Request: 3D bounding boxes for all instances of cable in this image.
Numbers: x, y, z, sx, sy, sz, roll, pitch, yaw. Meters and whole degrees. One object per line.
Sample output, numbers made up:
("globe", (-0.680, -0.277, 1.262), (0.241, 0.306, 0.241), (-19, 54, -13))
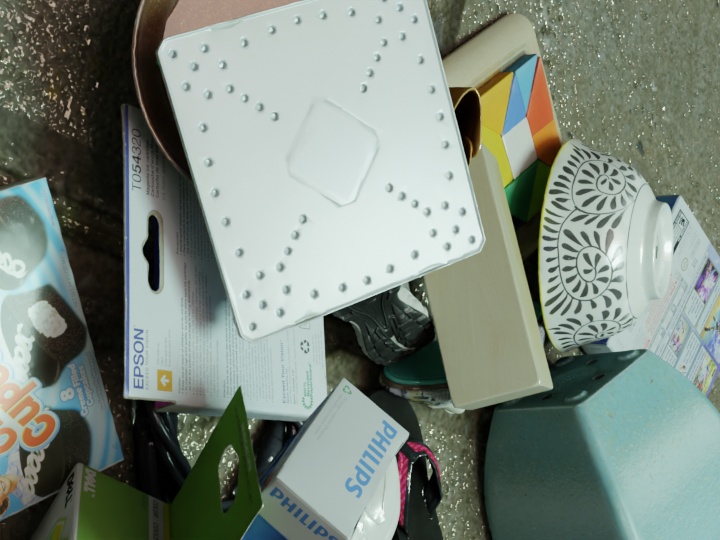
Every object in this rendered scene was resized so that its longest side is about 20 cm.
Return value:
("cable", (-0.098, 0.105, 0.871), (0.161, 0.050, 0.204), (-6, 94, -41))

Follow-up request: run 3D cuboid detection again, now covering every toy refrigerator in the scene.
("toy refrigerator", (0.096, 0.007, 0.958), (0.070, 0.075, 0.203), (25, 51, -69))

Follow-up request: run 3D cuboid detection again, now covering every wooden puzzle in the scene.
("wooden puzzle", (0.136, -0.115, 1.072), (0.185, 0.037, 0.202), (-39, 115, -38))

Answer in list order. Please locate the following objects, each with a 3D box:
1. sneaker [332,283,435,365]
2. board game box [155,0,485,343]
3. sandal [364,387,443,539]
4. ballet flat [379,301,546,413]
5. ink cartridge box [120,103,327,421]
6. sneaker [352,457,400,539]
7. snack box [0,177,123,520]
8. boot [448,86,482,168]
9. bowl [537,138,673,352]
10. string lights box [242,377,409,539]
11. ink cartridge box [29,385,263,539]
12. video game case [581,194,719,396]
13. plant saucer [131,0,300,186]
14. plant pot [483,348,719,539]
("sneaker", (0.000, 0.000, 0.906), (0.073, 0.080, 0.201), (-28, 146, -2))
("board game box", (-0.023, -0.079, 0.787), (0.197, 0.026, 0.203), (-21, 102, -24))
("sandal", (0.046, 0.192, 1.002), (0.075, 0.045, 0.203), (-28, 109, -37))
("ballet flat", (0.097, 0.090, 1.034), (0.199, 0.071, 0.073), (-22, 105, -38))
("ink cartridge box", (-0.103, 0.002, 0.825), (0.198, 0.043, 0.200), (14, 68, -48))
("sneaker", (-0.030, 0.209, 0.899), (0.201, 0.074, 0.100), (-58, 153, -25))
("snack box", (-0.235, 0.053, 0.757), (0.115, 0.037, 0.203), (-23, 106, -38))
("boot", (0.042, -0.132, 0.920), (0.070, 0.143, 0.205), (22, 69, -36))
("bowl", (0.240, -0.022, 1.090), (0.200, 0.093, 0.205), (-13, 104, -64))
("string lights box", (-0.057, 0.170, 0.742), (0.059, 0.201, 0.103), (38, 37, 0))
("ink cartridge box", (-0.145, 0.169, 0.710), (0.075, 0.148, 0.202), (28, 104, -20))
("video game case", (0.330, 0.055, 1.248), (0.182, 0.045, 0.201), (48, 62, -30))
("plant saucer", (-0.064, -0.141, 0.796), (0.197, 0.037, 0.204), (-2, 93, -27))
("plant pot", (0.227, 0.189, 1.075), (0.195, 0.195, 0.203), (-30, 100, -36))
